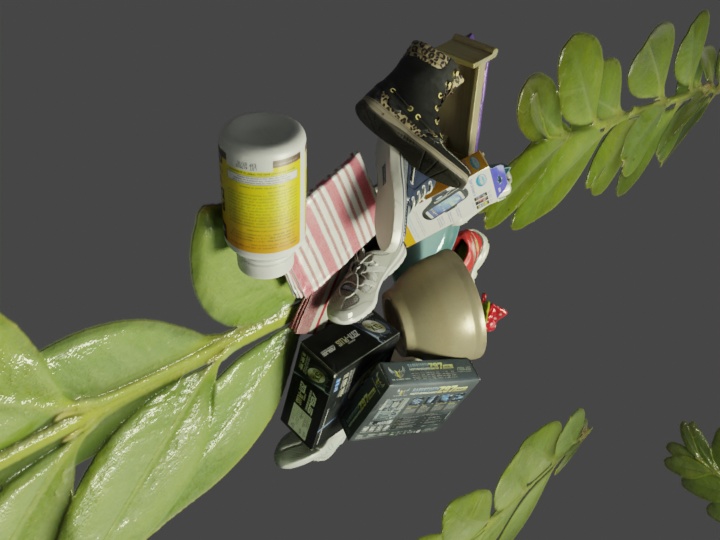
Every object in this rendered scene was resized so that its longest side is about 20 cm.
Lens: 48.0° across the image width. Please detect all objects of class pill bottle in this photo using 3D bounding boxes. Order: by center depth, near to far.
[{"bbox_3d":[-0.123,-0.091,1.034,0.109,0.109,0.202,-32,139,-38],"label":"pill bottle"}]

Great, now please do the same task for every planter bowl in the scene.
[{"bbox_3d":[0.117,0.076,1.420,0.133,0.201,0.202,-15,134,-12],"label":"planter bowl"}]

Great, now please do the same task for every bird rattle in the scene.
[{"bbox_3d":[0.221,0.112,1.752,0.163,0.113,0.200,-49,162,5],"label":"bird rattle"}]

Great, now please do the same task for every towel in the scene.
[{"bbox_3d":[-0.050,-0.068,1.216,0.200,0.030,0.147,-43,135,-22],"label":"towel"},{"bbox_3d":[-0.034,0.040,1.359,0.199,0.023,0.145,11,104,-59],"label":"towel"}]

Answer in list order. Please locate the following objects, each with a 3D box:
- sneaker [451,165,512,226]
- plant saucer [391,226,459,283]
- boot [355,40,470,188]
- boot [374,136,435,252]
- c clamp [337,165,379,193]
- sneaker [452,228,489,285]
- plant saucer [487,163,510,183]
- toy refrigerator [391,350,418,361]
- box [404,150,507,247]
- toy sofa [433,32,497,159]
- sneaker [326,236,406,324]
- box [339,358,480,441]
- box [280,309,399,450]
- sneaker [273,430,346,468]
[{"bbox_3d":[0.216,-0.144,1.453,0.200,0.098,0.079,-50,130,-47],"label":"sneaker"},{"bbox_3d":[0.116,-0.056,1.489,0.200,0.027,0.202,-35,141,-34],"label":"plant saucer"},{"bbox_3d":[0.108,-0.232,1.200,0.151,0.199,0.073,-55,-177,-17],"label":"boot"},{"bbox_3d":[0.075,-0.119,1.228,0.089,0.073,0.202,10,69,-23],"label":"boot"},{"bbox_3d":[0.030,-0.114,1.316,0.199,0.027,0.172,-28,136,-41],"label":"c clamp"},{"bbox_3d":[0.185,0.010,1.616,0.084,0.077,0.202,7,104,-45],"label":"sneaker"},{"bbox_3d":[0.156,-0.146,1.354,0.198,0.019,0.070,-9,150,-26],"label":"plant saucer"},{"bbox_3d":[0.093,0.191,1.621,0.199,0.070,0.077,-4,119,-55],"label":"toy refrigerator"},{"bbox_3d":[0.144,-0.120,1.330,0.199,0.042,0.119,-29,153,3],"label":"box"},{"bbox_3d":[0.174,-0.279,1.332,0.097,0.082,0.202,-33,140,-35],"label":"toy sofa"},{"bbox_3d":[0.000,0.000,1.305,0.201,0.074,0.082,-56,143,-33],"label":"sneaker"},{"bbox_3d":[0.083,0.217,1.368,0.198,0.051,0.158,1,137,-35],"label":"box"},{"bbox_3d":[-0.037,0.183,1.381,0.163,0.086,0.201,-28,147,-42],"label":"box"},{"bbox_3d":[-0.081,0.321,1.481,0.199,0.070,0.081,-22,135,-47],"label":"sneaker"}]
